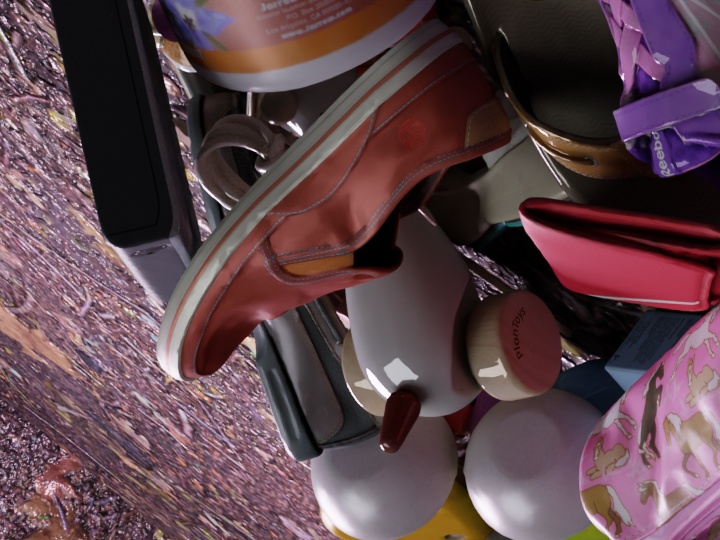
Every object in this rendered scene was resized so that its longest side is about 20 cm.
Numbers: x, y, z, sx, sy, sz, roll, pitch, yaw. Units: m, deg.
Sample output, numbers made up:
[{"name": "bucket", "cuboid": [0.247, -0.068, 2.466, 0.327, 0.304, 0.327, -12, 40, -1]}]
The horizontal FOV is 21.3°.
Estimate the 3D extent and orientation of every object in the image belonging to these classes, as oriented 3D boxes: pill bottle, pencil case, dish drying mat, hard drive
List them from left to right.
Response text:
[{"name": "hard drive", "cuboid": [-0.098, -0.066, 0.808, 0.200, 0.033, 0.140, 105, 151, -83]}, {"name": "pill bottle", "cuboid": [-0.049, -0.175, 0.700, 0.112, 0.112, 0.201, 20, 143, 46]}, {"name": "dish drying mat", "cuboid": [0.108, -0.003, 0.754, 0.076, 0.018, 0.200, 10, 176, 11]}, {"name": "pencil case", "cuboid": [0.167, 0.054, 0.804, 0.087, 0.082, 0.200, 60, 146, 19]}]

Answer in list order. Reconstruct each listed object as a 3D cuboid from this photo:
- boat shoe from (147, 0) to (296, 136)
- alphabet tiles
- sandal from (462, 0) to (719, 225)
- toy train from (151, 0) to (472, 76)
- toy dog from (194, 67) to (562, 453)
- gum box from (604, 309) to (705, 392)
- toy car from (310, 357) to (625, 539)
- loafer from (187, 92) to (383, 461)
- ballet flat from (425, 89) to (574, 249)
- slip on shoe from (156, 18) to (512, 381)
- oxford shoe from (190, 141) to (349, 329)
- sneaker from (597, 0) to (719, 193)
[{"name": "boat shoe", "cuboid": [-0.069, -0.127, 0.951, 0.075, 0.068, 0.200, 27, 158, 34]}, {"name": "alphabet tiles", "cuboid": [0.031, -0.021, 0.997, 0.166, 0.006, 0.200, 36, -178, 20]}, {"name": "sandal", "cuboid": [0.089, -0.076, 0.730, 0.200, 0.080, 0.054, 53, -158, -28]}, {"name": "toy train", "cuboid": [-0.032, -0.160, 0.836, 0.149, 0.056, 0.201, 0, 135, 22]}, {"name": "toy dog", "cuboid": [0.000, 0.000, 0.848, 0.200, 0.096, 0.132, 45, 131, -6]}, {"name": "gum box", "cuboid": [0.236, 0.094, 0.921, 0.170, 0.045, 0.200, 47, 161, -21]}, {"name": "toy car", "cuboid": [0.076, 0.097, 1.072, 0.199, 0.151, 0.175, -3, 153, 21]}, {"name": "loafer", "cuboid": [-0.033, -0.001, 0.970, 0.072, 0.063, 0.201, -83, -22, -68]}, {"name": "ballet flat", "cuboid": [0.070, -0.052, 0.875, 0.069, 0.070, 0.200, 41, 163, -7]}, {"name": "slip on shoe", "cuboid": [-0.015, -0.014, 0.775, 0.061, 0.074, 0.200, 48, 118, 4]}, {"name": "oxford shoe", "cuboid": [-0.038, -0.023, 1.151, 0.200, 0.070, 0.075, 48, 166, -23]}, {"name": "sneaker", "cuboid": [0.115, -0.082, 0.662, 0.200, 0.089, 0.080, 45, 163, -14]}]
